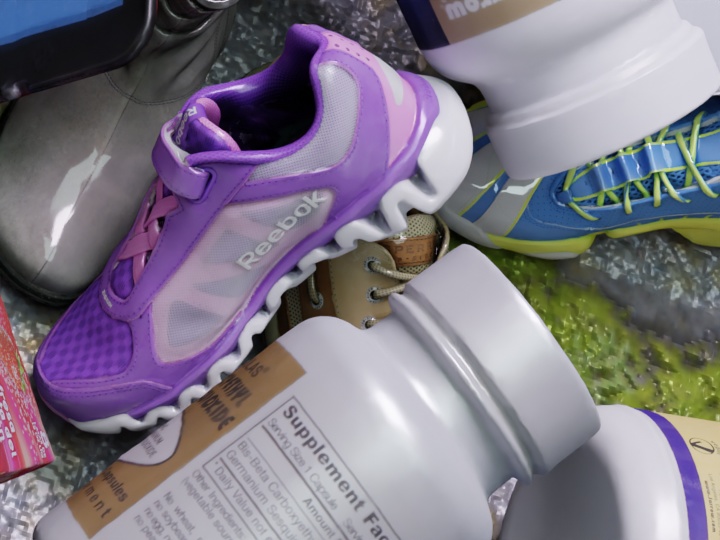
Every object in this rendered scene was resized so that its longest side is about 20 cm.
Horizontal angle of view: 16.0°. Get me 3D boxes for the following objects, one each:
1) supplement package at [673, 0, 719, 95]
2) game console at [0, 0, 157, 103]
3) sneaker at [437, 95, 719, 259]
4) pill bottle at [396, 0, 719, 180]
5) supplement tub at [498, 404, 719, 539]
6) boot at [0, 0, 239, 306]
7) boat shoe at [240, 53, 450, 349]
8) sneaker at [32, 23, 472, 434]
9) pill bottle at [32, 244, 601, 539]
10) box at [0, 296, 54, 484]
[{"bbox_3d":[0.189,-0.159,1.082,0.199,0.111,0.157,0,104,15],"label":"supplement package"},{"bbox_3d":[-0.175,-0.170,1.012,0.171,0.119,0.201,8,70,-20],"label":"game console"},{"bbox_3d":[0.129,-0.054,1.110,0.199,0.105,0.076,-2,74,-24],"label":"sneaker"},{"bbox_3d":[0.059,-0.144,1.001,0.115,0.116,0.201,-32,101,-28],"label":"pill bottle"},{"bbox_3d":[0.168,0.137,1.044,0.199,0.145,0.146,10,70,-20],"label":"supplement tub"},{"bbox_3d":[-0.084,-0.091,1.017,0.067,0.131,0.201,29,65,-13],"label":"boot"},{"bbox_3d":[0.000,0.000,1.051,0.075,0.074,0.201,-14,79,-36],"label":"boat shoe"},{"bbox_3d":[-0.057,-0.022,0.984,0.088,0.200,0.081,42,13,-43],"label":"sneaker"},{"bbox_3d":[-0.014,0.084,0.967,0.200,0.114,0.115,-37,90,-5],"label":"pill bottle"},{"bbox_3d":[-0.196,-0.005,0.931,0.099,0.095,0.201,-20,86,7],"label":"box"}]
